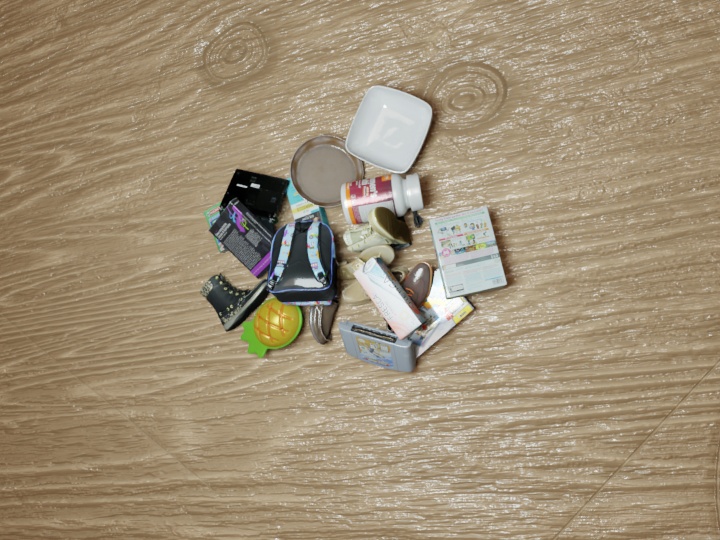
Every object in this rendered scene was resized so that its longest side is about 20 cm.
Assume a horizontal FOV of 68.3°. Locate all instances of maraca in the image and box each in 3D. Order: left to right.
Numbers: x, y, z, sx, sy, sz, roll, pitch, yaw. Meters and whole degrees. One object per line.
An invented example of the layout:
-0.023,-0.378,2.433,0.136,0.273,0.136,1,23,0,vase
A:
-0.247,0.156,1.470,0.200,0.107,0.138,-35,72,14,maraca

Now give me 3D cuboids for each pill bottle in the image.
0.057,-0.185,1.355,0.199,0.110,0.110,-9,86,9,pill bottle

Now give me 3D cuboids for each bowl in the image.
0.082,-0.364,1.395,0.199,0.075,0.201,26,97,17,bowl

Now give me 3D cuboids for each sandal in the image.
0.004,0.003,1.372,0.211,0.078,0.070,-21,42,43,sandal

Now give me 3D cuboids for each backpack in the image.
-0.145,-0.022,1.382,0.181,0.135,0.201,-4,65,9,backpack

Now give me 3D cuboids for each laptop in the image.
-0.297,-0.163,1.502,0.176,0.103,0.201,14,74,17,laptop

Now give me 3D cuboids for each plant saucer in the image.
-0.092,-0.266,1.440,0.199,0.032,0.202,1,83,-6,plant saucer

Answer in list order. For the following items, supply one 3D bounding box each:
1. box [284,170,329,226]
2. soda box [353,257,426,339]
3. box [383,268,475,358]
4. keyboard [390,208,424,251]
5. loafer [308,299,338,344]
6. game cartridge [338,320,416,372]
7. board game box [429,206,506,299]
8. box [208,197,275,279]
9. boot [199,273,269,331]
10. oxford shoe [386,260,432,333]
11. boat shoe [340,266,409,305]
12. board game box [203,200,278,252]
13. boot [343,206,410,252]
-0.145,-0.167,1.475,0.082,0.049,0.201,-18,83,17,box
0.071,0.065,1.278,0.068,0.064,0.200,-39,79,16,soda box
0.176,0.110,1.373,0.200,0.038,0.137,-42,76,12,box
0.095,-0.158,1.414,0.126,0.021,0.201,-19,84,16,keyboard
-0.097,0.101,1.441,0.071,0.073,0.202,-5,88,18,loafer
0.044,0.200,1.370,0.199,0.134,0.042,13,48,23,game cartridge
0.262,-0.042,1.313,0.147,0.064,0.201,-12,80,5,board game box
-0.313,-0.086,1.472,0.200,0.036,0.143,45,130,-9,box
-0.362,0.059,1.522,0.204,0.073,0.154,-45,79,19,boot
0.124,0.070,1.333,0.071,0.072,0.201,24,96,17,oxford shoe
0.032,0.037,1.406,0.199,0.064,0.072,-24,82,16,boat shoe
-0.351,-0.157,1.551,0.199,0.029,0.135,-27,80,15,board game box
0.023,-0.096,1.330,0.154,0.200,0.073,-10,76,24,boot
